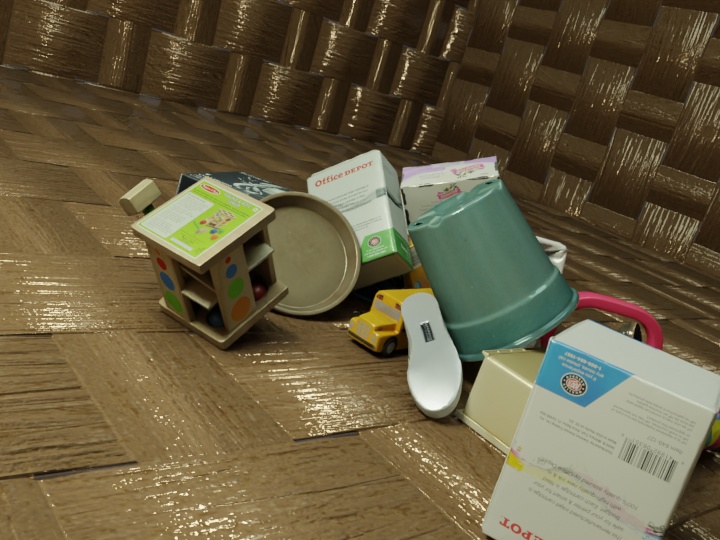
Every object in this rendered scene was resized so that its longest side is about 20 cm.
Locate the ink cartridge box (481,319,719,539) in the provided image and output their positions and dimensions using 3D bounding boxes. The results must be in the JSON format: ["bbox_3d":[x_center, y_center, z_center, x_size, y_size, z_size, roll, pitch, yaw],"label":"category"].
[{"bbox_3d":[0.230,0.173,0.687,0.147,0.201,0.144,24,15,26],"label":"ink cartridge box"}]

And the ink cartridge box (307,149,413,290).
[{"bbox_3d":[-0.003,-0.081,1.216,0.146,0.201,0.083,-18,-29,20],"label":"ink cartridge box"}]

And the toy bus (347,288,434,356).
[{"bbox_3d":[0.073,0.073,1.087,0.065,0.079,0.199,29,20,38],"label":"toy bus"}]

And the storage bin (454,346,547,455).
[{"bbox_3d":[0.262,0.182,0.895,0.198,0.094,0.200,3,20,-43],"label":"storage bin"}]

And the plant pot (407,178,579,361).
[{"bbox_3d":[0.173,-0.008,1.021,0.197,0.199,0.200,61,5,-10],"label":"plant pot"}]

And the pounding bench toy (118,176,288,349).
[{"bbox_3d":[-0.210,-0.019,0.932,0.199,0.157,0.124,26,50,29],"label":"pounding bench toy"}]

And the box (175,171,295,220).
[{"bbox_3d":[-0.192,-0.085,1.269,0.199,0.125,0.196,22,14,16],"label":"box"}]

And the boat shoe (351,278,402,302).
[{"bbox_3d":[0.000,0.000,1.275,0.199,0.069,0.084,29,20,35],"label":"boat shoe"}]

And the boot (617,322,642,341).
[{"bbox_3d":[0.331,0.137,1.008,0.096,0.201,0.075,14,50,25],"label":"boot"}]

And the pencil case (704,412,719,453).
[{"bbox_3d":[0.438,0.215,0.994,0.199,0.089,0.088,6,19,-43],"label":"pencil case"}]

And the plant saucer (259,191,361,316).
[{"bbox_3d":[-0.096,-0.024,1.109,0.198,0.202,0.029,13,-23,-14],"label":"plant saucer"}]

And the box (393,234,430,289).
[{"bbox_3d":[0.052,-0.026,1.318,0.041,0.120,0.200,-28,31,-21],"label":"box"}]

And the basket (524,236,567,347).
[{"bbox_3d":[0.232,0.029,1.202,0.135,0.202,0.123,13,10,-14],"label":"basket"}]

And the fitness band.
[{"bbox_3d":[0.384,0.112,1.163,0.198,0.145,0.037,15,14,-8],"label":"fitness band"}]

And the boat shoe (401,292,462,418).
[{"bbox_3d":[0.093,0.120,0.957,0.070,0.070,0.201,-16,41,4],"label":"boat shoe"}]

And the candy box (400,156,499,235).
[{"bbox_3d":[0.168,-0.089,1.283,0.166,0.201,0.072,-5,36,11],"label":"candy box"}]
